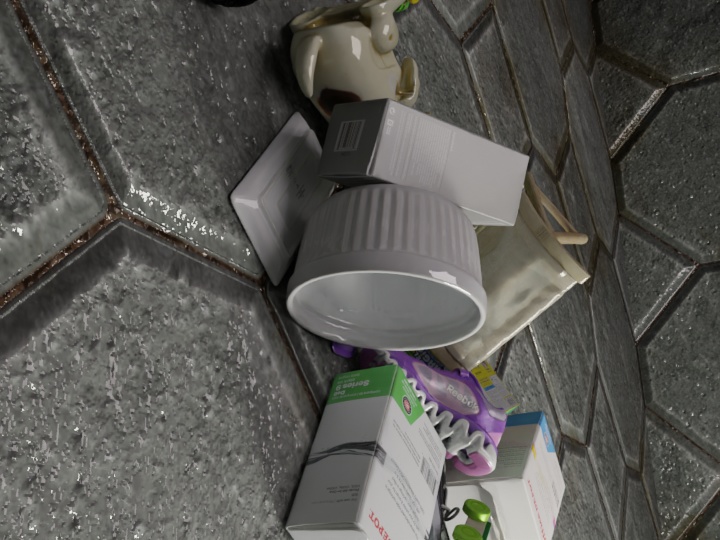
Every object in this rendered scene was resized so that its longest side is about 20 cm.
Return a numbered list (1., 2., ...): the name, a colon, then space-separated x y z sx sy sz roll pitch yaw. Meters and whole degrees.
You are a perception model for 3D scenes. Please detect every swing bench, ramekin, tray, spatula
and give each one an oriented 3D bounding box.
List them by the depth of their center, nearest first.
1. ramekin: 0.028 -0.003 0.885 0.200 0.199 0.105 42 45 -52
2. tray: -0.071 -0.083 0.923 0.108 0.022 0.200 64 29 -26
3. spatula: 0.000 0.000 1.001 0.056 0.020 0.201 31 72 -58
4. swing bench: 0.168 0.001 1.087 0.130 0.199 0.200 47 21 -1

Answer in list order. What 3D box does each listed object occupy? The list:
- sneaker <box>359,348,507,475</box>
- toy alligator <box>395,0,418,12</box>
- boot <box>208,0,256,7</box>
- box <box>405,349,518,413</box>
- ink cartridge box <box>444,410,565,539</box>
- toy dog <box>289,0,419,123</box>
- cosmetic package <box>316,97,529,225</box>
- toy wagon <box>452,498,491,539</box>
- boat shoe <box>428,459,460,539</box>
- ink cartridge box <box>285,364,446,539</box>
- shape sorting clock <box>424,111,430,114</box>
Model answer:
1. sneaker: 0.089 0.142 1.009 0.200 0.081 0.089 41 59 1
2. toy alligator: 0.037 -0.404 1.253 0.054 0.059 0.200 -64 161 17
3. boot: -0.110 -0.335 0.872 0.211 0.079 0.158 3 70 -54
4. box: 0.112 0.112 1.125 0.200 0.048 0.117 56 22 15
5. ink cartridge box: 0.190 0.300 1.191 0.200 0.125 0.129 -42 118 -61
6. toy dog: 0.006 -0.194 0.994 0.194 0.139 0.201 -68 144 -58
7. cosmetic package: 0.068 -0.110 0.923 0.199 0.107 0.091 18 84 -32
8. toy wagon: 0.100 0.353 0.974 0.200 0.039 0.156 -30 140 -72
9. boat shoe: 0.072 0.277 1.016 0.068 0.073 0.200 34 39 -38
10. ink cartridge box: 0.012 0.221 0.898 0.146 0.084 0.200 62 30 -31
11. shape sorting clock: 0.077 -0.097 1.093 0.200 0.039 0.201 6 90 -87
